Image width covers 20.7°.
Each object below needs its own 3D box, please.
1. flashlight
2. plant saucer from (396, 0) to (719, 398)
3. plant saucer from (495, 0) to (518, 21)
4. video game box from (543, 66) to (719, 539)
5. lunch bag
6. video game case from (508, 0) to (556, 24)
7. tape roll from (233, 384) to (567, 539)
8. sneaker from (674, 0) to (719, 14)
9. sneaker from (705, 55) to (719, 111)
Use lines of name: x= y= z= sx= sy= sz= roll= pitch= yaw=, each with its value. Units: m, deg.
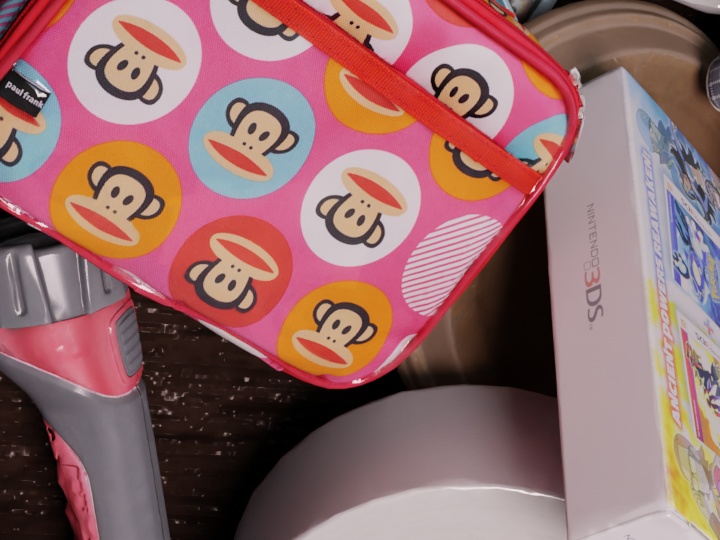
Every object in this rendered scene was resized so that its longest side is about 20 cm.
flashlight: x=-0.109 y=0.076 z=0.752 sx=0.068 sy=0.068 sz=0.201 roll=-14 pitch=110 yaw=-25
plant saucer: x=0.097 y=-0.012 z=0.816 sx=0.199 sy=0.029 sz=0.201 roll=-14 pitch=116 yaw=-31
plant saucer: x=-0.005 y=-0.151 z=0.748 sx=0.070 sy=0.019 sz=0.201 roll=-34 pitch=112 yaw=-14
video game box: x=0.135 y=0.052 z=0.740 sx=0.047 sy=0.201 sz=0.182 roll=-23 pitch=134 yaw=26
lunch bag: x=-0.025 y=-0.069 z=0.680 sx=0.200 sy=0.082 sz=0.176 roll=32 pitch=105 yaw=-31
video game case: x=0.030 y=-0.187 z=0.779 sx=0.182 sy=0.023 sz=0.200 roll=36 pitch=84 yaw=-25
tape roll: x=0.042 y=0.147 z=0.776 sx=0.201 sy=0.071 sz=0.203 roll=1 pitch=120 yaw=1
sneaker: x=0.208 y=-0.151 z=0.839 sx=0.199 sy=0.079 sz=0.079 roll=-6 pitch=97 yaw=2
sneaker: x=0.220 y=-0.078 z=0.842 sx=0.200 sy=0.080 sz=0.077 roll=12 pitch=67 yaw=-55
